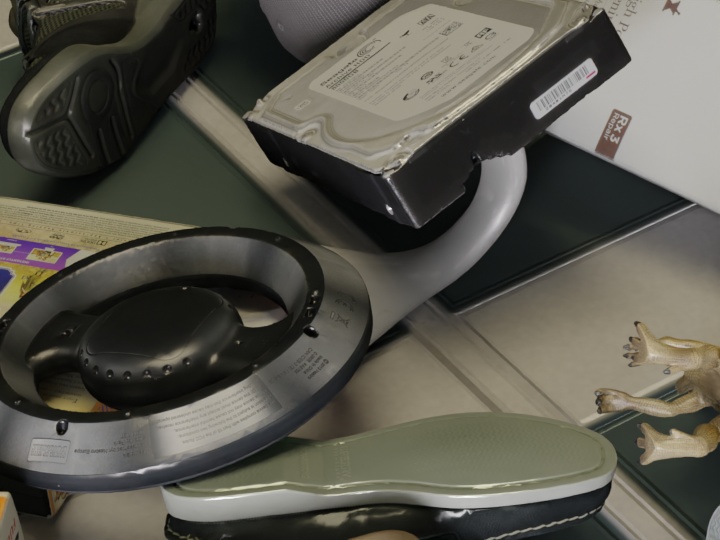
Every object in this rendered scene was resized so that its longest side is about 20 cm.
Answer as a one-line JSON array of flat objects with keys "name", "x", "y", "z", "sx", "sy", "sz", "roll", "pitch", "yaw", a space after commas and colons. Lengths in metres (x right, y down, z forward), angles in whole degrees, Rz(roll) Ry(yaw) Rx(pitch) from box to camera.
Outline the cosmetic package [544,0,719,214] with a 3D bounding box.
[{"name": "cosmetic package", "x": 0.170, "y": -0.091, "z": 1.193, "sx": 0.200, "sy": 0.102, "sz": 0.074, "roll": 28, "pitch": 5, "yaw": 40}]

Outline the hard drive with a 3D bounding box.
[{"name": "hard drive", "x": 0.032, "y": -0.093, "z": 1.172, "sx": 0.140, "sy": 0.038, "sz": 0.200, "roll": -38, "pitch": 23, "yaw": -11}]

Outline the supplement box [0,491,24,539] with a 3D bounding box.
[{"name": "supplement box", "x": -0.248, "y": 0.159, "z": 0.971, "sx": 0.199, "sy": 0.074, "sz": 0.126, "roll": -1, "pitch": 38, "yaw": 8}]

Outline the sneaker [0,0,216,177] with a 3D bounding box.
[{"name": "sneaker", "x": -0.172, "y": -0.117, "z": 1.323, "sx": 0.114, "sy": 0.077, "sz": 0.200, "roll": 8, "pitch": 36, "yaw": 22}]

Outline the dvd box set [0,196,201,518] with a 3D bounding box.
[{"name": "dvd box set", "x": -0.175, "y": 0.037, "z": 1.154, "sx": 0.146, "sy": 0.030, "sz": 0.200, "roll": 8, "pitch": 39, "yaw": 19}]

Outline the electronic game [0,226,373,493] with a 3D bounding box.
[{"name": "electronic game", "x": -0.092, "y": 0.038, "z": 1.073, "sx": 0.199, "sy": 0.042, "sz": 0.200, "roll": -11, "pitch": 29, "yaw": 6}]

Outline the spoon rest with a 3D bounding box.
[{"name": "spoon rest", "x": 0.000, "y": 0.000, "z": 1.164, "sx": 0.200, "sy": 0.061, "sz": 0.099, "roll": -33, "pitch": 41, "yaw": -10}]

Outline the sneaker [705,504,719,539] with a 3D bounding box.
[{"name": "sneaker", "x": 0.228, "y": 0.146, "z": 0.925, "sx": 0.071, "sy": 0.073, "sz": 0.200, "roll": -5, "pitch": 26, "yaw": -44}]

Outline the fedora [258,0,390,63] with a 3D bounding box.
[{"name": "fedora", "x": -0.005, "y": -0.180, "z": 1.359, "sx": 0.176, "sy": 0.091, "sz": 0.200, "roll": -20, "pitch": 32, "yaw": -18}]

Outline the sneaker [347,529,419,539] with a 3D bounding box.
[{"name": "sneaker", "x": -0.052, "y": 0.173, "z": 0.924, "sx": 0.199, "sy": 0.071, "sz": 0.076, "roll": -25, "pitch": 61, "yaw": -7}]

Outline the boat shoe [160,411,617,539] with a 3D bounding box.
[{"name": "boat shoe", "x": 0.014, "y": 0.106, "z": 1.009, "sx": 0.199, "sy": 0.061, "sz": 0.076, "roll": -3, "pitch": 23, "yaw": 10}]

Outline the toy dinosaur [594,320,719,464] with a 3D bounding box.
[{"name": "toy dinosaur", "x": 0.165, "y": 0.053, "z": 0.991, "sx": 0.101, "sy": 0.059, "sz": 0.200, "roll": 0, "pitch": 12, "yaw": -18}]
